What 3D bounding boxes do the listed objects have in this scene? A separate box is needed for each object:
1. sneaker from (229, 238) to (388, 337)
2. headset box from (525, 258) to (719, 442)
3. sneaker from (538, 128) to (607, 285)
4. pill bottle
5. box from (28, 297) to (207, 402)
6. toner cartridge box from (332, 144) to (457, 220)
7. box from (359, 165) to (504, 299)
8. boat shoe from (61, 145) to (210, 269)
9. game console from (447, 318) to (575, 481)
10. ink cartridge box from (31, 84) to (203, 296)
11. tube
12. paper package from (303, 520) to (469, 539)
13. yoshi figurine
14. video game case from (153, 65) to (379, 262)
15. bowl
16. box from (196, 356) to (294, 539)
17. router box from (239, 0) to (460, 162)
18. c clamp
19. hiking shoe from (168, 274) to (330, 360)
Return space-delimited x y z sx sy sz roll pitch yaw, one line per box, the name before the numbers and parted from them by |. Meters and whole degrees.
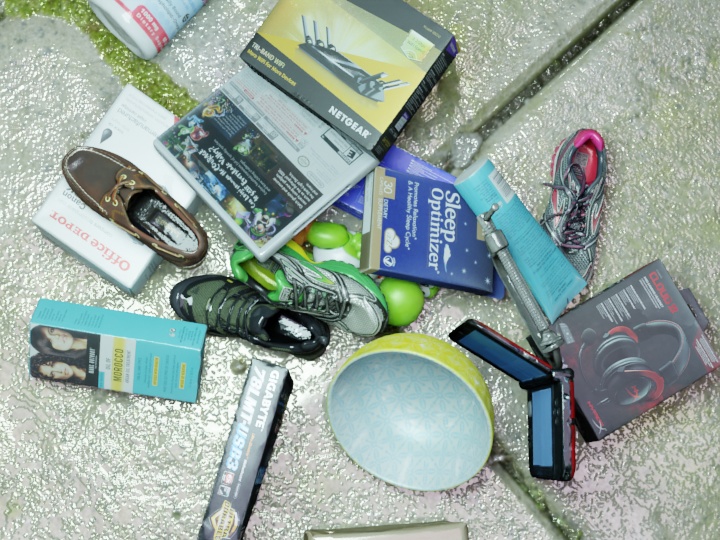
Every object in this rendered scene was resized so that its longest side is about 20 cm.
sneaker | -0.061 0.026 1.431 0.198 0.085 0.079 25 117 4
headset box | 0.323 0.091 1.513 0.198 0.075 0.150 -29 84 -7
sneaker | 0.256 -0.074 1.534 0.079 0.075 0.203 6 82 -4
pill bottle | -0.226 -0.361 1.524 0.109 0.109 0.200 42 82 3
box | -0.281 0.093 1.464 0.197 0.049 0.083 9 124 -2
toner cartridge box | 0.039 -0.098 1.538 0.198 0.043 0.096 28 79 0
box | 0.094 -0.042 1.470 0.198 0.032 0.123 11 74 -27
boat shoe | -0.252 -0.077 1.417 0.199 0.070 0.071 34 82 2
game console | 0.167 0.150 1.432 0.117 0.200 0.175 0 82 -2
ink cartridge box | -0.271 -0.092 1.494 0.143 0.084 0.201 34 81 0
tube | 0.188 -0.039 1.473 0.077 0.050 0.201 -43 100 -25
paper package | 0.035 0.391 1.437 0.188 0.104 0.203 -4 81 -4
yoshi figurine | -0.001 0.007 1.492 0.197 0.112 0.113 15 88 -4
video game case | -0.108 -0.135 1.437 0.181 0.023 0.200 -40 70 -13
bowl | 0.069 0.144 1.461 0.199 0.201 0.108 29 38 1
box | -0.125 0.206 1.404 0.049 0.200 0.201 16 80 1
router box | -0.012 -0.243 1.415 0.199 0.052 0.158 36 90 17
c clamp | 0.176 0.024 1.397 0.027 0.171 0.202 -28 90 -2
hiking shoe | -0.128 0.047 1.476 0.197 0.101 0.077 15 80 -2
